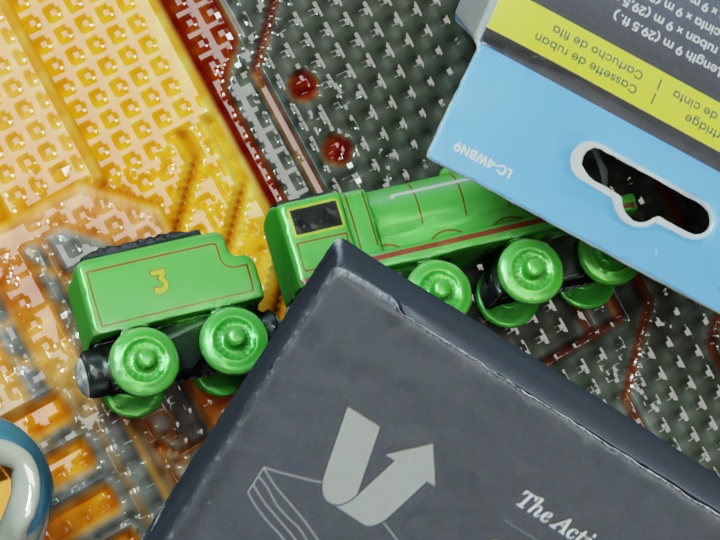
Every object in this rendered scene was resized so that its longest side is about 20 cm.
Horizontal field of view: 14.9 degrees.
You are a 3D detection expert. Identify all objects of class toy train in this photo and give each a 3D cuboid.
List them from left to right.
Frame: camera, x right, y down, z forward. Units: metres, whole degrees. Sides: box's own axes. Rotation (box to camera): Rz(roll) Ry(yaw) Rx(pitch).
[{"bbox_3d":[0.000,0.000,0.894,0.199,0.042,0.057,-13,77,-16],"label":"toy train"}]

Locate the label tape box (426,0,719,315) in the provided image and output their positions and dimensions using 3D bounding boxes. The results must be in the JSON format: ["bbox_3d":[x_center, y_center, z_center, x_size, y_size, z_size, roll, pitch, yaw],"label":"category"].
[{"bbox_3d":[0.113,-0.089,0.918,0.143,0.066,0.201,27,77,-11],"label":"label tape box"}]

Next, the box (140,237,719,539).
[{"bbox_3d":[0.022,0.127,0.812,0.196,0.117,0.200,33,94,-3],"label":"box"}]

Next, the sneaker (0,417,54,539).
[{"bbox_3d":[-0.178,0.109,0.812,0.200,0.081,0.077,-41,97,-14],"label":"sneaker"}]
